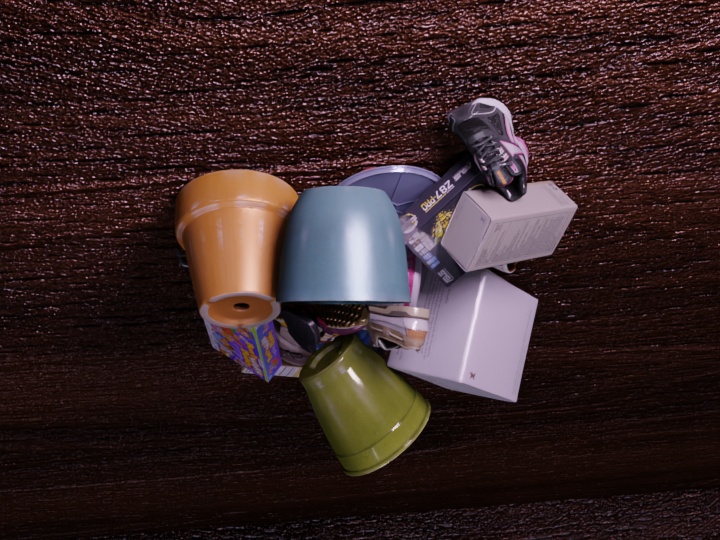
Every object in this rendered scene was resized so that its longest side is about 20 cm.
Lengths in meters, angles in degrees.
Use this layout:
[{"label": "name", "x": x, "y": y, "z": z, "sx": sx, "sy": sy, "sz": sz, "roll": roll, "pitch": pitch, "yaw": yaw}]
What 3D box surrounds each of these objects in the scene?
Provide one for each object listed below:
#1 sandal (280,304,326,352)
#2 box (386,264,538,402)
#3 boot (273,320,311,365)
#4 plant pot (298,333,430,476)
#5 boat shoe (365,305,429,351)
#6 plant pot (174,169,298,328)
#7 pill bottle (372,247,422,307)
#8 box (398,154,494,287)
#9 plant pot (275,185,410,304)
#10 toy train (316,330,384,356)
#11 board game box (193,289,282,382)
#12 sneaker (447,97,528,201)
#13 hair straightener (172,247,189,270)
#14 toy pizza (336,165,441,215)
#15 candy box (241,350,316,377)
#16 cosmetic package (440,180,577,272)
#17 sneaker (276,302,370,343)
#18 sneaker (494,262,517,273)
[{"label": "sandal", "x": -0.083, "y": 0.083, "z": 1.402, "sx": 0.045, "sy": 0.075, "sz": 0.200, "roll": -44, "pitch": 174, "yaw": -11}, {"label": "box", "x": 0.186, "y": 0.110, "z": 1.634, "sx": 0.169, "sy": 0.203, "sz": 0.199, "roll": 6, "pitch": 168, "yaw": 42}, {"label": "boot", "x": -0.175, "y": 0.102, "z": 1.664, "sx": 0.197, "sy": 0.071, "sz": 0.147, "roll": 25, "pitch": 141, "yaw": 13}, {"label": "plant pot", "x": -0.007, "y": 0.224, "z": 1.634, "sx": 0.199, "sy": 0.201, "sz": 0.194, "roll": -26, "pitch": 107, "yaw": 34}, {"label": "boat shoe", "x": 0.042, "y": 0.096, "z": 1.506, "sx": 0.074, "sy": 0.070, "sz": 0.199, "roll": 9, "pitch": 173, "yaw": -26}, {"label": "plant pot", "x": -0.187, "y": -0.021, "z": 1.395, "sx": 0.196, "sy": 0.186, "sz": 0.201, "roll": -4, "pitch": 152, "yaw": -2}, {"label": "pill bottle", "x": 0.000, "y": 0.000, "z": 1.529, "sx": 0.196, "sy": 0.115, "sz": 0.114, "roll": 6, "pitch": 151, "yaw": -2}, {"label": "box", "x": 0.152, "y": -0.073, "z": 1.434, "sx": 0.161, "sy": 0.049, "sz": 0.200, "roll": -40, "pitch": 147, "yaw": 6}, {"label": "plant pot", "x": -0.025, "y": -0.034, "z": 1.323, "sx": 0.196, "sy": 0.164, "sz": 0.201, "roll": 0, "pitch": 176, "yaw": 0}, {"label": "toy train", "x": -0.036, "y": 0.111, "z": 1.710, "sx": 0.112, "sy": 0.087, "sz": 0.202, "roll": -12, "pitch": 123, "yaw": 25}, {"label": "board game box", "x": -0.212, "y": 0.100, "z": 1.598, "sx": 0.133, "sy": 0.045, "sz": 0.201, "roll": 28, "pitch": 151, "yaw": 20}, {"label": "sneaker", "x": 0.195, "y": -0.167, "z": 1.296, "sx": 0.079, "sy": 0.088, "sz": 0.199, "roll": -24, "pitch": 146, "yaw": 29}, {"label": "hair straightener", "x": -0.223, "y": -0.019, "z": 1.560, "sx": 0.197, "sy": 0.042, "sz": 0.077, "roll": 13, "pitch": 147, "yaw": -23}, {"label": "toy pizza", "x": 0.043, "y": -0.111, "z": 1.432, "sx": 0.196, "sy": 0.032, "sz": 0.201, "roll": -4, "pitch": 150, "yaw": -2}, {"label": "candy box", "x": -0.134, "y": 0.145, "z": 1.783, "sx": 0.196, "sy": 0.117, "sz": 0.055, "roll": 7, "pitch": 149, "yaw": -22}, {"label": "cosmetic package", "x": 0.230, "y": -0.070, "z": 1.402, "sx": 0.197, "sy": 0.073, "sz": 0.105, "roll": -8, "pitch": 135, "yaw": -38}, {"label": "sneaker", "x": -0.050, "y": 0.078, "z": 1.490, "sx": 0.198, "sy": 0.076, "sz": 0.090, "roll": 5, "pitch": 151, "yaw": 41}, {"label": "sneaker", "x": 0.215, "y": -0.032, "z": 1.553, "sx": 0.197, "sy": 0.086, "sz": 0.073, "roll": -18, "pitch": 151, "yaw": 30}]
